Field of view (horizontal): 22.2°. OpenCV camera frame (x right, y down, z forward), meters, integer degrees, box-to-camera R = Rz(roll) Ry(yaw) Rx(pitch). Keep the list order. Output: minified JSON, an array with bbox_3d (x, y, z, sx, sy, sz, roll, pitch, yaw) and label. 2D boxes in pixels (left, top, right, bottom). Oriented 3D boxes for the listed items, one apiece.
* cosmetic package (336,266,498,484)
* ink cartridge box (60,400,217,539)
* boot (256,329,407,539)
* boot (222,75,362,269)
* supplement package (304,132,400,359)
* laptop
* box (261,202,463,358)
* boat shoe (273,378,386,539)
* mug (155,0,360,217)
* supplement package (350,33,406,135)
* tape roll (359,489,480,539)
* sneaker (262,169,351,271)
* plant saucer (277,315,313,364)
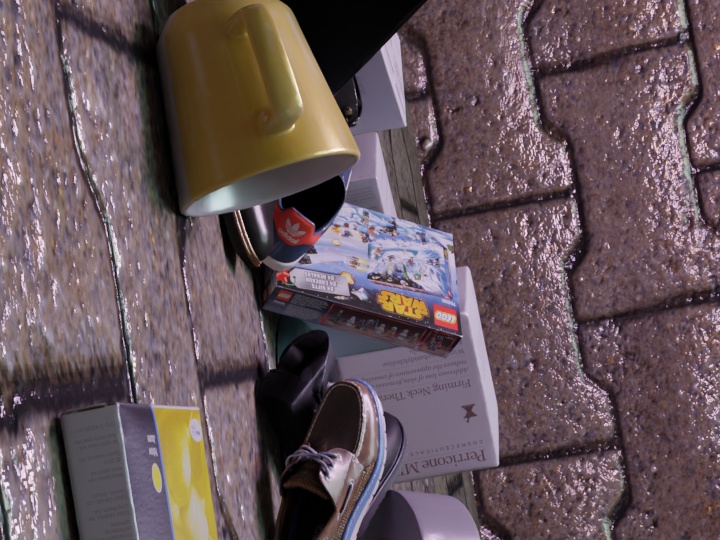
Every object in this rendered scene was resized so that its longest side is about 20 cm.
[{"bbox_3d":[0.068,0.125,2.193,0.166,0.166,0.201,-82,160,-70],"label":"cosmetic package"},{"bbox_3d":[-0.124,0.183,1.132,0.198,0.047,0.201,33,45,-81],"label":"ink cartridge box"},{"bbox_3d":[-0.024,0.134,1.730,0.165,0.065,0.201,-68,145,-45],"label":"boot"},{"bbox_3d":[-0.057,-0.108,1.652,0.078,0.138,0.201,62,20,-66],"label":"boot"},{"bbox_3d":[-0.017,-0.024,1.932,0.117,0.117,0.201,-90,167,-62],"label":"supplement package"},{"bbox_3d":[-0.042,-0.226,1.558,0.187,0.116,0.200,51,-18,16],"label":"laptop"},{"bbox_3d":[0.000,0.000,1.792,0.137,0.199,0.040,-93,-153,-42],"label":"box"},{"bbox_3d":[-0.030,0.185,1.588,0.072,0.072,0.201,35,62,-57],"label":"boat shoe"},{"bbox_3d":[-0.080,-0.144,1.447,0.149,0.186,0.154,-10,80,-47],"label":"mug"},{"bbox_3d":[-0.049,-0.226,1.797,0.200,0.155,0.111,68,17,-60],"label":"supplement package"},{"bbox_3d":[0.046,0.314,1.776,0.200,0.066,0.201,-170,-90,-67],"label":"tape roll"},{"bbox_3d":[-0.038,-0.087,1.743,0.075,0.084,0.201,34,46,-13],"label":"sneaker"},{"bbox_3d":[-0.047,0.141,1.839,0.200,0.027,0.201,-9,90,-82],"label":"plant saucer"}]
